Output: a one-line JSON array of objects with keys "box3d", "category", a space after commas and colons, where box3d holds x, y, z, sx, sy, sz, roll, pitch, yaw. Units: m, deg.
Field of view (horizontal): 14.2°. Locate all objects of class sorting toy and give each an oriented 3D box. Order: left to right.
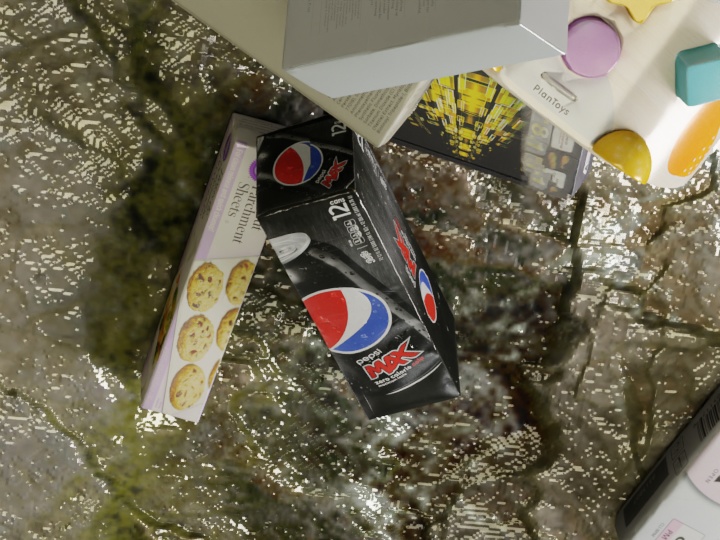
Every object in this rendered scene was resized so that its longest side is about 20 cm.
[{"box3d": [0.150, -0.162, 1.536, 0.200, 0.107, 0.180, 36, 108, -5], "category": "sorting toy"}]

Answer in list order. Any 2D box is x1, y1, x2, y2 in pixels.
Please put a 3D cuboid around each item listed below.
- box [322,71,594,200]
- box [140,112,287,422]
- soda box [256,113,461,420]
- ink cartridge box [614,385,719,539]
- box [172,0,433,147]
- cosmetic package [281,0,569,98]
[{"box3d": [0.071, -0.157, 1.645, 0.160, 0.049, 0.201, 18, 121, 12], "category": "box"}, {"box3d": [-0.089, 0.001, 1.767, 0.041, 0.039, 0.201, 15, 119, -13], "category": "box"}, {"box3d": [0.000, 0.000, 1.724, 0.063, 0.071, 0.200, -15, 136, 13], "category": "soda box"}, {"box3d": [0.291, 0.155, 1.880, 0.199, 0.057, 0.163, 29, 115, -14], "category": "ink cartridge box"}, {"box3d": [-0.042, -0.163, 1.615, 0.200, 0.068, 0.082, 37, 116, 1], "category": "box"}, {"box3d": [0.040, -0.201, 1.513, 0.150, 0.201, 0.052, -9, 158, 37], "category": "cosmetic package"}]
